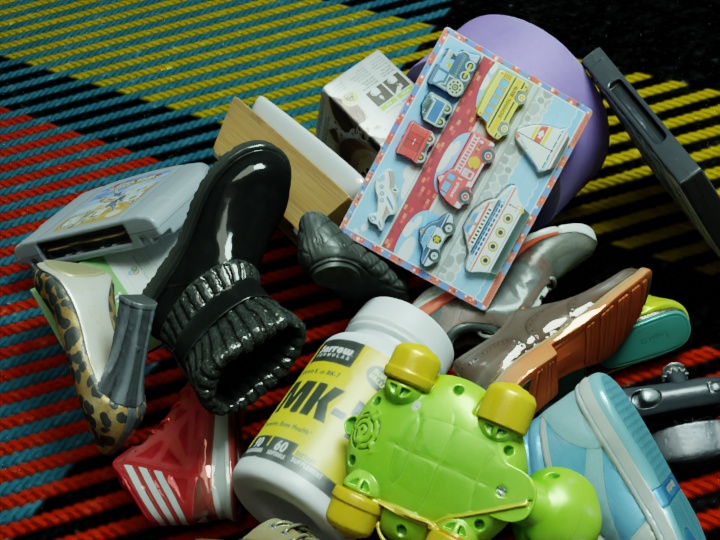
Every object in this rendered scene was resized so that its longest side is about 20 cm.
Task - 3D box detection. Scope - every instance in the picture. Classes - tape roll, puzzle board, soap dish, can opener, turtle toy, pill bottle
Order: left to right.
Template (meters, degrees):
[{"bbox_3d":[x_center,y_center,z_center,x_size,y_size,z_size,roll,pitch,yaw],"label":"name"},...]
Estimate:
[{"bbox_3d":[-0.051,-0.069,1.005,0.081,0.157,0.200,-43,53,-5],"label":"soap dish"},{"bbox_3d":[-0.008,0.125,0.843,0.114,0.115,0.200,19,54,25],"label":"pill bottle"},{"bbox_3d":[0.092,-0.087,0.884,0.150,0.017,0.201,28,94,-4],"label":"puzzle board"},{"bbox_3d":[0.077,0.149,0.733,0.199,0.101,0.146,21,81,20],"label":"turtle toy"},{"bbox_3d":[0.138,-0.141,0.996,0.199,0.201,0.085,30,60,31],"label":"tape roll"},{"bbox_3d":[0.210,0.122,0.838,0.199,0.064,0.079,-5,48,6],"label":"can opener"}]

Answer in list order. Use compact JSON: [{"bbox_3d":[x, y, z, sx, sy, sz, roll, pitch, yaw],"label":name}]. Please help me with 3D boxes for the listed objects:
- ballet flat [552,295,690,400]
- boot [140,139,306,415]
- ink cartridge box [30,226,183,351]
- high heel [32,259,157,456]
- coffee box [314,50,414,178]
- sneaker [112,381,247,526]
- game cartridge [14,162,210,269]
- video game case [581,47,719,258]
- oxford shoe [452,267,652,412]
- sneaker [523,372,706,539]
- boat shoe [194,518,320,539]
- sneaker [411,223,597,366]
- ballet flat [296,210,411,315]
[{"bbox_3d":[0.194,0.066,0.901,0.199,0.067,0.067,-17,26,-9],"label":"ballet flat"},{"bbox_3d":[-0.095,0.003,0.854,0.158,0.079,0.212,34,95,50],"label":"boot"},{"bbox_3d":[-0.213,0.017,1.014,0.199,0.059,0.104,-30,50,-16],"label":"ink cartridge box"},{"bbox_3d":[-0.256,0.072,0.911,0.071,0.144,0.199,4,12,-44],"label":"high heel"},{"bbox_3d":[0.050,-0.100,0.991,0.080,0.113,0.200,-38,74,-23],"label":"coffee box"},{"bbox_3d":[-0.163,0.131,0.892,0.115,0.079,0.201,-9,46,1],"label":"sneaker"},{"bbox_3d":[-0.248,-0.059,1.045,0.199,0.042,0.133,-10,30,31],"label":"game cartridge"},{"bbox_3d":[0.289,-0.091,0.931,0.025,0.200,0.181,-36,47,14],"label":"video game case"},{"bbox_3d":[0.161,0.044,0.829,0.199,0.072,0.073,-30,46,-28],"label":"oxford shoe"},{"bbox_3d":[0.182,0.195,0.781,0.130,0.079,0.201,-32,69,22],"label":"sneaker"},{"bbox_3d":[-0.063,0.221,0.752,0.199,0.076,0.074,-14,54,30],"label":"boat shoe"},{"bbox_3d":[0.142,0.030,0.941,0.199,0.077,0.082,-28,66,-6],"label":"sneaker"},{"bbox_3d":[0.000,0.000,0.901,0.066,0.200,0.057,-17,69,13],"label":"ballet flat"}]
